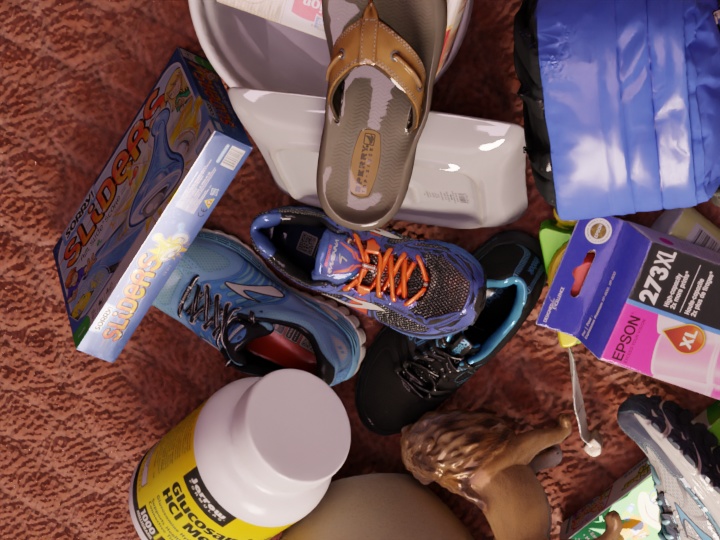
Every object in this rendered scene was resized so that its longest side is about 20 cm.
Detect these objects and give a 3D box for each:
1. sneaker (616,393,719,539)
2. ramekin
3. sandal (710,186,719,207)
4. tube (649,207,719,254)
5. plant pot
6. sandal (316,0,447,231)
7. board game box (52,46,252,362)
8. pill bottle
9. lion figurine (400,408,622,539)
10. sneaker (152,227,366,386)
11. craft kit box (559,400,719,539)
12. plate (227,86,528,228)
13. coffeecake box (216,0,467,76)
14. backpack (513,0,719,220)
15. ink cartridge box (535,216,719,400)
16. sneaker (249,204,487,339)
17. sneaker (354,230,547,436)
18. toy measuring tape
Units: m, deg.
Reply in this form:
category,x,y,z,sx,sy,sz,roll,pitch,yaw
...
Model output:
category,x,y,z,sx,sy,sz,roll,pitch,yaw
sneaker,0.244,0.181,1.127,0.086,0.078,0.200,-39,95,22
ramekin,-0.015,-0.206,1.093,0.198,0.105,0.202,3,106,10
sandal,0.323,-0.110,1.071,0.200,0.080,0.058,-36,102,9
tube,0.292,0.031,1.135,0.200,0.052,0.058,39,151,-6
plant pot,0.010,0.233,1.188,0.198,0.200,0.136,-15,68,15
sandal,0.004,-0.116,0.956,0.081,0.055,0.202,13,111,7
board game box,-0.159,-0.050,1.154,0.034,0.136,0.201,23,112,-31
pill bottle,-0.090,0.148,1.163,0.112,0.113,0.200,45,142,-4
lion figurine,0.118,0.181,1.148,0.121,0.201,0.073,-16,148,-22
sneaker,-0.092,0.031,1.184,0.199,0.090,0.079,24,109,5
craft kit box,0.290,0.217,1.189,0.197,0.049,0.200,-43,94,16
plate,0.017,-0.070,1.083,0.198,0.200,0.033,8,77,8
coffeecake box,0.012,-0.245,0.982,0.152,0.073,0.202,19,109,4
backpack,0.175,-0.133,0.952,0.166,0.200,0.164,-7,117,18
ink cartridge box,0.233,0.032,1.094,0.198,0.037,0.095,19,109,-5
sneaker,0.000,0.000,1.127,0.199,0.078,0.076,14,91,29
sneaker,0.060,0.054,1.166,0.073,0.082,0.200,38,111,-5
toy measuring tape,0.180,0.038,1.145,0.073,0.074,0.202,-10,104,14
